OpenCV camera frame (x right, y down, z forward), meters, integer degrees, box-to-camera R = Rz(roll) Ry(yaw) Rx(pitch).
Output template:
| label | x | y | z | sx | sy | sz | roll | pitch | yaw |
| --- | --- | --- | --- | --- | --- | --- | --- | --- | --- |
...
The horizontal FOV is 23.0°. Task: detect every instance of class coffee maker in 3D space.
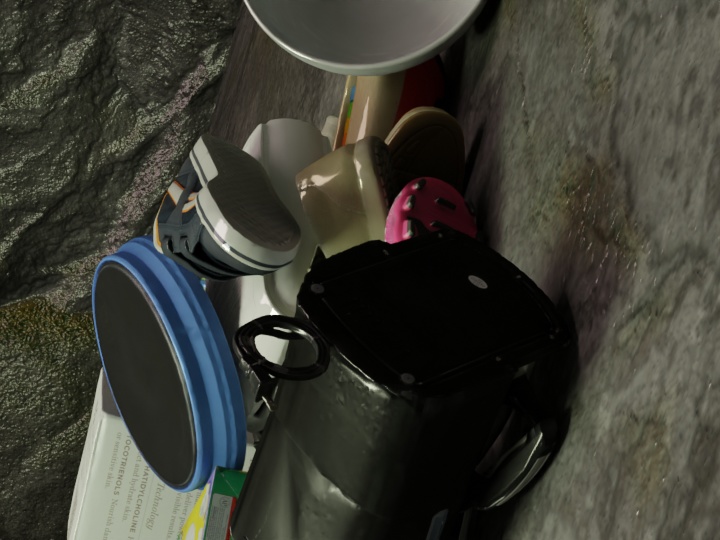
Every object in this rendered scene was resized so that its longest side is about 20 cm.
| label | x | y | z | sx | sy | sz | roll | pitch | yaw |
| --- | --- | --- | --- | --- | --- | --- | --- | --- | --- |
| coffee maker | -0.004 | 0.093 | 0.971 | 0.135 | 0.191 | 0.201 | -115 | 33 | -46 |

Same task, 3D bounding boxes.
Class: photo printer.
| label | x | y | z | sx | sy | sz | roll | pitch | yaw |
| --- | --- | --- | --- | --- | --- | --- | --- | --- | --- |
| photo printer | -0.069 | 0.011 | 1.338 | 0.167 | 0.069 | 0.201 | 120 | 153 | -48 |

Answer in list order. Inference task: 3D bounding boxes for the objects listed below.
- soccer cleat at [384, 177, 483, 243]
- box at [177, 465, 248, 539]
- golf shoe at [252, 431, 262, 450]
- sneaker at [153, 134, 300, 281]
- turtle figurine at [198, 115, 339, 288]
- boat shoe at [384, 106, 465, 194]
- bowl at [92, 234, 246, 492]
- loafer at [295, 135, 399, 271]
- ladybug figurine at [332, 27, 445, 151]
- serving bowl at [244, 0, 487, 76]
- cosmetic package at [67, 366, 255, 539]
| label | x | y | z | sx | sy | sz | roll | pitch | yaw |
| --- | --- | --- | --- | --- | --- | --- | --- | --- | --- |
| soccer cleat | 0.035 | 0.027 | 1.139 | 0.086 | 0.070 | 0.201 | -50 | 28 | 39 |
| box | -0.115 | 0.234 | 1.328 | 0.200 | 0.048 | 0.118 | 116 | 164 | -61 |
| golf shoe | -0.094 | 0.085 | 1.457 | 0.078 | 0.200 | 0.095 | -42 | 10 | 25 |
| sneaker | -0.094 | -0.025 | 1.227 | 0.080 | 0.078 | 0.200 | -58 | 18 | 13 |
| turtle figurine | -0.035 | -0.020 | 1.535 | 0.194 | 0.199 | 0.144 | -57 | -40 | -19 |
| boat shoe | 0.023 | -0.037 | 1.287 | 0.066 | 0.074 | 0.201 | -104 | 28 | -56 |
| bowl | -0.149 | 0.074 | 1.339 | 0.201 | 0.039 | 0.201 | 43 | 142 | 45 |
| loafer | 0.000 | 0.000 | 1.227 | 0.076 | 0.068 | 0.201 | -70 | -26 | -60 |
| ladybug figurine | 0.020 | -0.105 | 1.373 | 0.136 | 0.072 | 0.201 | 162 | 119 | -82 |
| serving bowl | 0.010 | -0.231 | 1.314 | 0.066 | 0.199 | 0.201 | 59 | -142 | -71 |
| cosmetic package | -0.152 | 0.200 | 1.583 | 0.167 | 0.199 | 0.167 | -125 | 48 | -75 |
